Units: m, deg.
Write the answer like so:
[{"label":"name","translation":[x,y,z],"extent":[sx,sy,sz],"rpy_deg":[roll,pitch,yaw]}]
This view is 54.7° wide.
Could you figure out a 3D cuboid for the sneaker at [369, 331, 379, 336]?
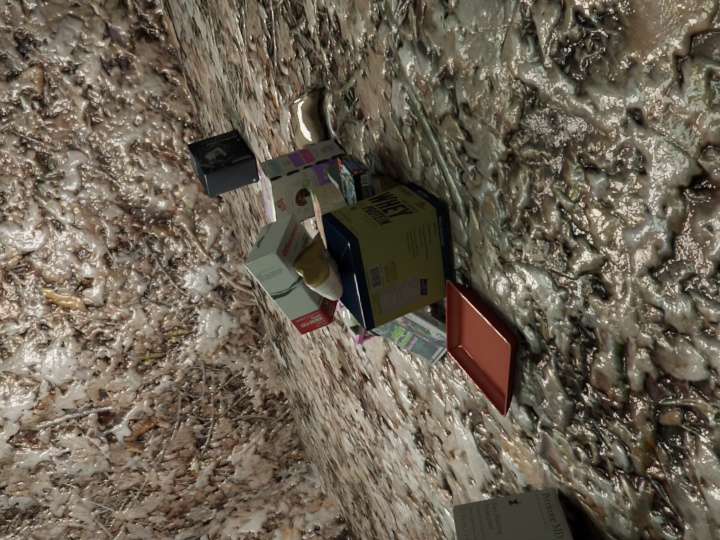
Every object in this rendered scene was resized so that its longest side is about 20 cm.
[{"label":"sneaker","translation":[0.027,0.078,1.749],"extent":[0.085,0.074,0.202],"rpy_deg":[20,130,66]}]

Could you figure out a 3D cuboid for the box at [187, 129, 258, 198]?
[{"label":"box","translation":[-0.503,-0.392,2.548],"extent":[0.200,0.195,0.118],"rpy_deg":[54,157,36]}]

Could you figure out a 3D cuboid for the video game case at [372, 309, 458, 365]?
[{"label":"video game case","translation":[0.106,0.128,1.504],"extent":[0.181,0.023,0.200],"rpy_deg":[30,156,4]}]

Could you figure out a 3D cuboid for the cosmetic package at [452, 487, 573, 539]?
[{"label":"cosmetic package","translation":[0.282,0.521,1.247],"extent":[0.165,0.198,0.166],"rpy_deg":[-90,-15,-67]}]

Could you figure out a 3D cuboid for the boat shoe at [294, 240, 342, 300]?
[{"label":"boat shoe","translation":[-0.075,0.005,1.310],"extent":[0.069,0.071,0.200],"rpy_deg":[47,-173,-23]}]

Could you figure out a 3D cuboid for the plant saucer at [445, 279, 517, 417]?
[{"label":"plant saucer","translation":[0.227,0.138,1.296],"extent":[0.200,0.036,0.201],"rpy_deg":[51,156,44]}]

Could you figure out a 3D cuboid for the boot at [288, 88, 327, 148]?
[{"label":"boot","translation":[-0.115,-0.350,1.692],"extent":[0.147,0.070,0.200],"rpy_deg":[64,164,-9]}]

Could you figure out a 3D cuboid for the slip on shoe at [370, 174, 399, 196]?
[{"label":"slip on shoe","translation":[0.036,-0.169,1.456],"extent":[0.200,0.060,0.077],"rpy_deg":[-145,42,-76]}]

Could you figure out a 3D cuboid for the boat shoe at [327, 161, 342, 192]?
[{"label":"boat shoe","translation":[-0.008,-0.159,1.600],"extent":[0.201,0.070,0.091],"rpy_deg":[57,170,32]}]

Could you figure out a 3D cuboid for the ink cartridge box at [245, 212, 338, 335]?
[{"label":"ink cartridge box","translation":[-0.131,0.006,1.431],"extent":[0.201,0.083,0.145],"rpy_deg":[53,-150,-27]}]

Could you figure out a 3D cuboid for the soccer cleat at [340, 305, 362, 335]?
[{"label":"soccer cleat","translation":[-0.003,0.073,1.496],"extent":[0.200,0.069,0.078],"rpy_deg":[102,145,-63]}]

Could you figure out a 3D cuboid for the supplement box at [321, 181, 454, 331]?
[{"label":"supplement box","translation":[0.056,-0.029,1.329],"extent":[0.134,0.198,0.202],"rpy_deg":[45,151,53]}]

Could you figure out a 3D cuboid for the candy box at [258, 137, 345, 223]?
[{"label":"candy box","translation":[-0.135,-0.207,1.680],"extent":[0.072,0.199,0.169],"rpy_deg":[54,157,35]}]

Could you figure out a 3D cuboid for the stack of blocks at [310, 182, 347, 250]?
[{"label":"stack of blocks","translation":[-0.062,-0.115,1.507],"extent":[0.201,0.058,0.116],"rpy_deg":[-111,11,-55]}]

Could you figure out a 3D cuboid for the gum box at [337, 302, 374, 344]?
[{"label":"gum box","translation":[-0.019,0.095,1.915],"extent":[0.201,0.066,0.114],"rpy_deg":[59,162,26]}]

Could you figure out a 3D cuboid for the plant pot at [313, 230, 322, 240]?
[{"label":"plant pot","translation":[-0.060,-0.009,1.783],"extent":[0.092,0.201,0.202],"rpy_deg":[17,136,26]}]

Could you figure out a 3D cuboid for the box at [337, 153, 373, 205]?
[{"label":"box","translation":[-0.002,-0.124,1.430],"extent":[0.137,0.039,0.202],"rpy_deg":[-121,20,-63]}]
